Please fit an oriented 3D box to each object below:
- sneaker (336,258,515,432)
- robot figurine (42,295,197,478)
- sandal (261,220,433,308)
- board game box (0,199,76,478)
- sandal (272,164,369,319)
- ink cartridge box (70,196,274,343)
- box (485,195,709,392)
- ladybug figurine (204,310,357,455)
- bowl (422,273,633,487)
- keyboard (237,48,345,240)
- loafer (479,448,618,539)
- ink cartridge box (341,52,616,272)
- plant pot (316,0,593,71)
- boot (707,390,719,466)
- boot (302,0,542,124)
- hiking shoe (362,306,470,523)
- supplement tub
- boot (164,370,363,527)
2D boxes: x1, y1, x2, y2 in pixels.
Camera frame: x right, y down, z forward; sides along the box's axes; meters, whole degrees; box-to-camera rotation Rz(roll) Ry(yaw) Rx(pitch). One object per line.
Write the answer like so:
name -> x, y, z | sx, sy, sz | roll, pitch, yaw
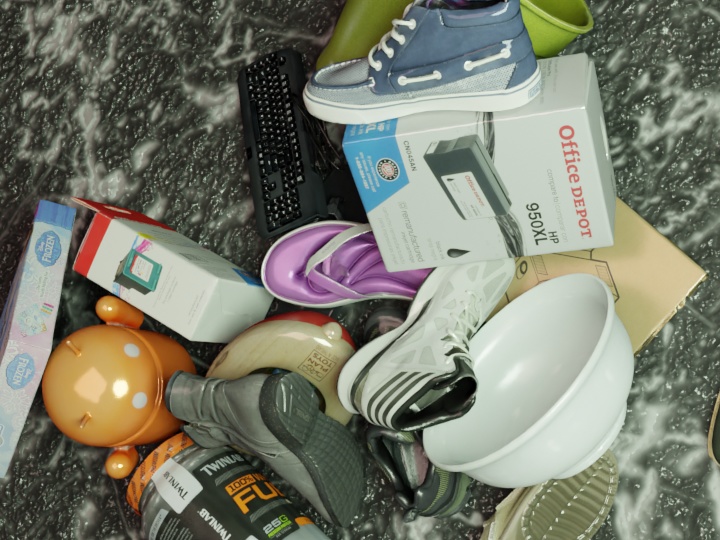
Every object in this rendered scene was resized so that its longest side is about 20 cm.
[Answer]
sneaker -> 0.084, 0.064, 1.007 | 0.200, 0.076, 0.115 | -45, 36, -15
robot figurine -> -0.228, 0.113, 1.149 | 0.117, 0.200, 0.144 | 32, 92, 16
sandal -> 0.000, -0.008, 1.102 | 0.202, 0.050, 0.083 | -1, 87, 17
board game box -> -0.339, 0.067, 1.197 | 0.199, 0.043, 0.200 | -96, 28, -47
sandal -> -0.034, -0.005, 1.156 | 0.076, 0.043, 0.200 | 22, 95, 26
ink cartridge box -> -0.198, 0.000, 1.195 | 0.200, 0.116, 0.067 | 28, 97, 26
box -> 0.178, 0.000, 1.065 | 0.200, 0.021, 0.164 | 44, 105, 22
ladybug figurine -> -0.069, 0.100, 1.120 | 0.136, 0.072, 0.200 | 34, 131, -14
bowl -> 0.152, 0.106, 0.979 | 0.201, 0.201, 0.090 | -42, 107, 16
keyboard -> -0.076, -0.136, 1.170 | 0.104, 0.040, 0.200 | -22, 63, 22
loafer -> 0.142, 0.225, 1.031 | 0.076, 0.068, 0.200 | 39, 89, -18
ink cartridge box -> 0.103, -0.086, 0.998 | 0.200, 0.145, 0.084 | -7, 40, 18
plant pot -> 0.065, -0.213, 1.061 | 0.193, 0.200, 0.200 | -46, 67, 27
boot -> 0.324, 0.072, 0.922 | 0.077, 0.138, 0.200 | 33, 101, 24
boot -> 0.039, -0.173, 0.940 | 0.200, 0.090, 0.073 | -3, 41, 22
hiking shoe -> 0.042, 0.124, 1.074 | 0.076, 0.101, 0.200 | -23, 75, 22
supplement tub -> -0.121, 0.250, 1.130 | 0.200, 0.123, 0.123 | 39, 102, 23
boot -> -0.084, 0.156, 1.090 | 0.132, 0.200, 0.070 | -2, 42, 29
